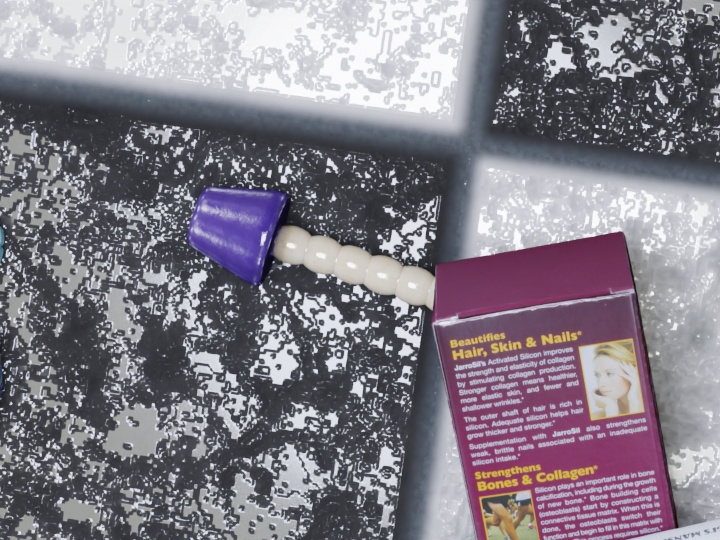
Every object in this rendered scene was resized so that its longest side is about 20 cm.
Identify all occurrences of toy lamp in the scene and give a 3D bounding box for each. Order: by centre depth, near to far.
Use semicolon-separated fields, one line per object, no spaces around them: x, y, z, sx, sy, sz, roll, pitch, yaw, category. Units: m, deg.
0.000;0.000;1.702;0.199;0.058;0.058;20;93;6;toy lamp

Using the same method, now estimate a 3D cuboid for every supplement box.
0.110;0.092;1.646;0.110;0.086;0.201;-9;112;6;supplement box

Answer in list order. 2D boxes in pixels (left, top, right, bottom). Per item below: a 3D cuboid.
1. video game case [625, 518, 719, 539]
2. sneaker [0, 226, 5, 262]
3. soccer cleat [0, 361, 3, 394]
0.202;0.215;1.646;0.181;0.023;0.200;-14;127;6;video game case
-0.305;-0.040;1.717;0.199;0.086;0.078;13;92;5;sneaker
-0.302;0.054;1.742;0.199;0.065;0.084;7;62;10;soccer cleat
